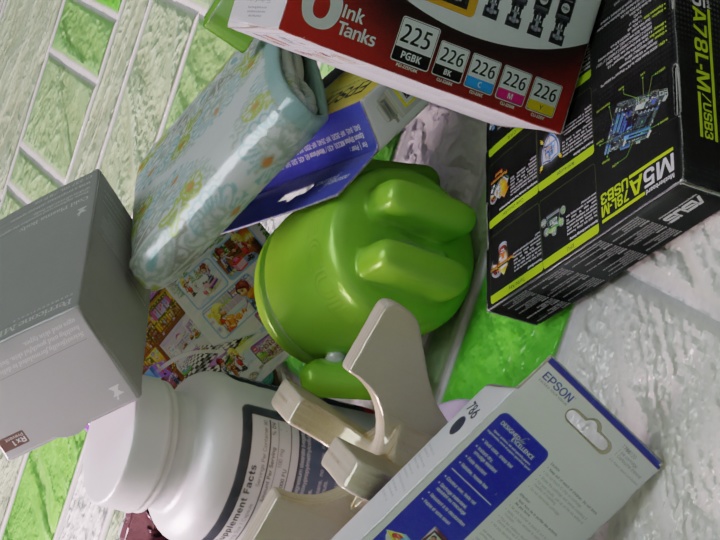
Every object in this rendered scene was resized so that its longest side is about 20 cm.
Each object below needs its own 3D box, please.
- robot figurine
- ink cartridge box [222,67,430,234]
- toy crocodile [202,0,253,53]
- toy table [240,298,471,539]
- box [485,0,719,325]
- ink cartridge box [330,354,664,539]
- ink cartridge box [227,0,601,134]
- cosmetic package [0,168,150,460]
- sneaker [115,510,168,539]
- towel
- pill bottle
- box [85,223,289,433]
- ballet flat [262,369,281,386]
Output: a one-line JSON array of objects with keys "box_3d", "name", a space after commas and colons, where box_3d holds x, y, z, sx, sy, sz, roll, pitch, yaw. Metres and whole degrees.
[{"box_3d": [0.000, 0.000, 1.376, 0.200, 0.115, 0.177, -28, 51, 57], "name": "robot figurine"}, {"box_3d": [-0.008, -0.113, 1.417, 0.200, 0.047, 0.197, -42, 13, -27], "name": "ink cartridge box"}, {"box_3d": [-0.044, -0.245, 1.408, 0.201, 0.067, 0.062, -56, 19, -8], "name": "toy crocodile"}, {"box_3d": [0.015, 0.123, 1.238, 0.185, 0.117, 0.200, -63, 19, -9], "name": "toy table"}, {"box_3d": [0.145, -0.092, 1.217, 0.200, 0.047, 0.195, -38, 46, 50], "name": "box"}, {"box_3d": [0.065, 0.141, 1.126, 0.200, 0.099, 0.039, -44, 17, 8], "name": "ink cartridge box"}, {"box_3d": [0.045, -0.196, 1.194, 0.084, 0.199, 0.177, 16, 90, 64], "name": "ink cartridge box"}, {"box_3d": [-0.205, 0.027, 1.358, 0.106, 0.091, 0.200, -26, 24, 9], "name": "cosmetic package"}, {"box_3d": [-0.147, 0.199, 1.631, 0.115, 0.075, 0.202, 36, 119, 58], "name": "sneaker"}, {"box_3d": [-0.094, -0.087, 1.415, 0.171, 0.048, 0.200, -49, 19, 16], "name": "towel"}, {"box_3d": [-0.081, 0.134, 1.371, 0.120, 0.199, 0.121, -41, 41, 49], "name": "pill bottle"}, {"box_3d": [-0.135, 0.045, 1.496, 0.200, 0.137, 0.039, -41, 5, -16], "name": "box"}, {"box_3d": [-0.085, 0.119, 1.550, 0.200, 0.067, 0.068, -122, 25, -59], "name": "ballet flat"}]
